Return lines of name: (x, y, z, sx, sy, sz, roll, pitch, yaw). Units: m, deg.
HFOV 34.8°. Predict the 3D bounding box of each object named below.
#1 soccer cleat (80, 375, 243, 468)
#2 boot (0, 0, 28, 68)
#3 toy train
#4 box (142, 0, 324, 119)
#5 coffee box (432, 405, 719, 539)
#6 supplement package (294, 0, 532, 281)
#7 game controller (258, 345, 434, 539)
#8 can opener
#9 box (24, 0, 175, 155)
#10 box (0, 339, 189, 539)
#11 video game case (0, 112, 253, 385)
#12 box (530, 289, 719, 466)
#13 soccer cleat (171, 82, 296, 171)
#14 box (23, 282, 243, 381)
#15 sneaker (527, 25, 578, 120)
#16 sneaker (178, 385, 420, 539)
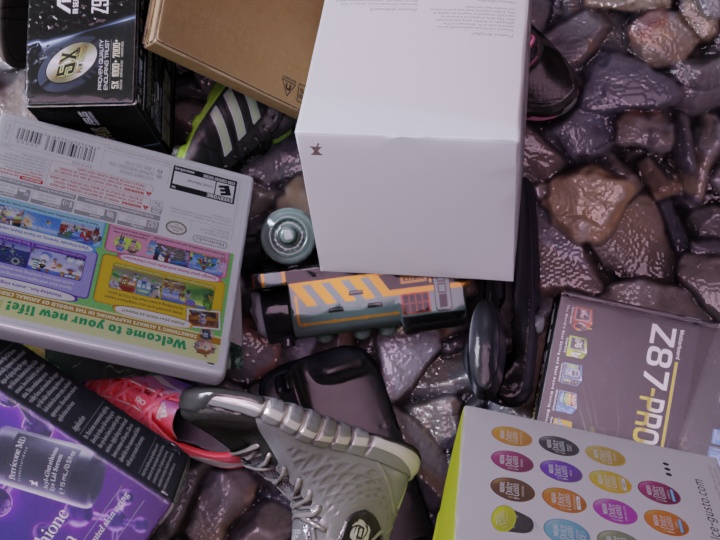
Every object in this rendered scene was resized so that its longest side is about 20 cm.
soccer cleat: (-0.172, 0.108, 0.924, 0.199, 0.076, 0.067, 20, 79, 4)
boot: (-0.326, -0.291, 0.998, 0.150, 0.073, 0.201, 26, 124, 33)
toy train: (0.000, 0.000, 0.942, 0.199, 0.085, 0.115, -8, 89, 0)
box: (-0.077, -0.220, 0.939, 0.200, 0.021, 0.164, 21, 70, -40)
coffee box: (0.141, 0.241, 0.797, 0.197, 0.200, 0.201, 12, 109, 3)
supplement package: (0.048, -0.118, 0.858, 0.151, 0.151, 0.201, 3, 52, 8)
game controller: (-0.010, 0.163, 0.935, 0.104, 0.042, 0.201, -16, 79, -16)
can opener: (0.123, 0.015, 0.944, 0.063, 0.079, 0.201, 9, 69, 3)
box: (-0.206, -0.203, 0.940, 0.086, 0.164, 0.201, -1, 80, 1)
box: (-0.244, 0.150, 0.808, 0.200, 0.104, 0.148, 34, 97, -7)
video game case: (-0.186, -0.018, 0.844, 0.199, 0.022, 0.183, 14, 54, -14)
box: (0.217, 0.131, 0.925, 0.160, 0.049, 0.201, 13, 81, 2)
soccer cleat: (-0.104, -0.117, 0.974, 0.081, 0.068, 0.201, 28, 81, -7)
box: (-0.192, 0.012, 0.900, 0.199, 0.036, 0.145, -3, 92, -22)
sneaker: (0.106, -0.207, 0.969, 0.200, 0.095, 0.079, 43, 81, 7)
sneaker: (-0.052, 0.162, 0.853, 0.199, 0.075, 0.116, 21, 77, -21)
